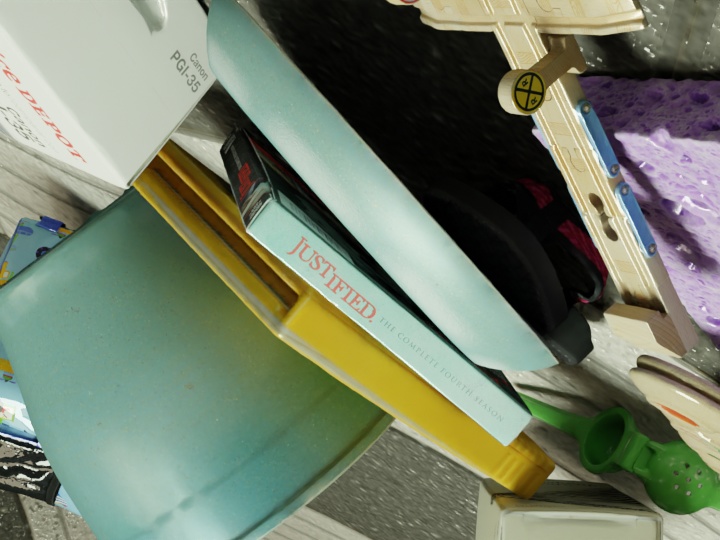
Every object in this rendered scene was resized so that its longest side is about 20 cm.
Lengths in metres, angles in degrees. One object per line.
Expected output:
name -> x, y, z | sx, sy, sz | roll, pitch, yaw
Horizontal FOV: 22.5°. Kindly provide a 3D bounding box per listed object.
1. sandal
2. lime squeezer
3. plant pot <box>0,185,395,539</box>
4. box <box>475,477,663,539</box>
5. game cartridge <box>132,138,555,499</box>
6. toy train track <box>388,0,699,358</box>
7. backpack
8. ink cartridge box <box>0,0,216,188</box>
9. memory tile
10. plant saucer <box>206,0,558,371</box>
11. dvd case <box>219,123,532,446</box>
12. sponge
sandal -> 0.074, -0.007, 0.755 | 0.075, 0.045, 0.200 | 48, -178, 17
lime squeezer -> 0.147, 0.093, 0.912 | 0.200, 0.038, 0.071 | 25, -169, 30
plant pot -> -0.105, 0.050, 1.025 | 0.188, 0.200, 0.200 | 54, 161, -6
box -> 0.103, 0.149, 0.940 | 0.082, 0.068, 0.200 | 3, 178, 0
game cartridge -> -0.007, 0.023, 0.881 | 0.200, 0.032, 0.176 | 35, -175, -41
toy train track -> 0.058, -0.047, 0.597 | 0.115, 0.033, 0.200 | 13, 138, 56
backpack -> -0.161, 0.076, 1.213 | 0.200, 0.183, 0.135 | 21, 146, -1
ink cartridge box -> -0.178, -0.135, 0.816 | 0.200, 0.083, 0.147 | 24, 160, 35
memory tile -> 0.193, 0.091, 0.747 | 0.153, 0.017, 0.200 | 26, 174, 26
plant saucer -> 0.003, -0.030, 0.720 | 0.200, 0.027, 0.200 | 48, -177, -3
dvd case -> 0.000, 0.000, 0.823 | 0.146, 0.022, 0.200 | 40, -176, -15
sponge -> 0.157, 0.008, 0.644 | 0.200, 0.030, 0.112 | 46, 161, -30
